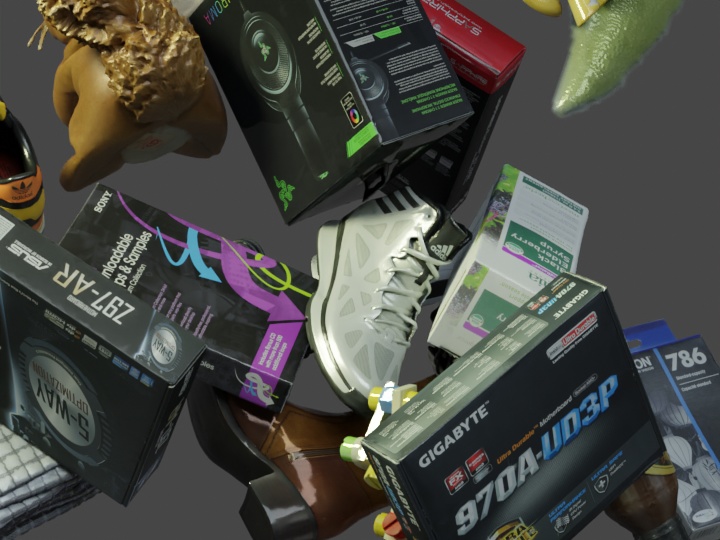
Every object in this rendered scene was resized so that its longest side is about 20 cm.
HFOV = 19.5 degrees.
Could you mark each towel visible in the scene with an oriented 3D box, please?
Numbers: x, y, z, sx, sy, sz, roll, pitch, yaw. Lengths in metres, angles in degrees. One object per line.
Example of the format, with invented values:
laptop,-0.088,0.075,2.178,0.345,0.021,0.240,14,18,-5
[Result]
towel,-0.264,0.107,1.494,0.200,0.086,0.166,-29,68,-33

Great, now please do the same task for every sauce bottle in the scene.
sauce bottle,0.196,0.141,1.568,0.065,0.065,0.200,-30,97,-32

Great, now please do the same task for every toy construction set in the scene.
toy construction set,0.019,0.183,1.476,0.092,0.131,0.200,25,87,35

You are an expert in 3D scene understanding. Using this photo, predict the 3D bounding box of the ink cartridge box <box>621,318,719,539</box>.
ink cartridge box,0.250,0.118,1.657,0.099,0.039,0.200,-14,59,-24

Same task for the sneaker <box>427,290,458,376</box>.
sneaker,0.084,0.083,1.587,0.080,0.074,0.200,26,26,-10

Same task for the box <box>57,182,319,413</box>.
box,-0.130,0.018,1.550,0.200,0.036,0.143,22,32,-1

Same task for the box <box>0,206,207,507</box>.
box,-0.210,0.051,1.397,0.200,0.160,0.044,34,51,5

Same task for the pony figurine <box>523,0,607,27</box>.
pony figurine,0.174,-0.335,1.917,0.200,0.167,0.193,46,62,0

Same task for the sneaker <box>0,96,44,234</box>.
sneaker,-0.296,-0.117,1.643,0.070,0.090,0.200,-17,61,-26

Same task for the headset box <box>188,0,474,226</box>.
headset box,-0.023,-0.150,1.600,0.093,0.174,0.200,-21,83,-32

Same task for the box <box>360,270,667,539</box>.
box,0.110,0.122,1.442,0.200,0.159,0.046,-38,35,-21

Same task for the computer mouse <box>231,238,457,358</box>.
computer mouse,0.000,0.000,1.670,0.200,0.044,0.110,-17,60,-26

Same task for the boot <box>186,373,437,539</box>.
boot,-0.016,0.105,1.574,0.200,0.069,0.188,-16,57,-28

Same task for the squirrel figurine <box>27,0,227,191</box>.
squirrel figurine,-0.194,-0.189,1.654,0.141,0.200,0.187,-18,73,-18

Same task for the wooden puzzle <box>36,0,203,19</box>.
wooden puzzle,-0.209,-0.286,1.820,0.185,0.046,0.200,37,53,13

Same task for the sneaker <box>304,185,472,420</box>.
sneaker,0.025,0.010,1.551,0.076,0.115,0.201,37,33,-33

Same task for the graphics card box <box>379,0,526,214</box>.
graphics card box,0.048,-0.136,1.685,0.125,0.200,0.051,34,53,12

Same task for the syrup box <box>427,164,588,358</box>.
syrup box,0.115,0.002,1.589,0.079,0.082,0.200,28,24,-2
